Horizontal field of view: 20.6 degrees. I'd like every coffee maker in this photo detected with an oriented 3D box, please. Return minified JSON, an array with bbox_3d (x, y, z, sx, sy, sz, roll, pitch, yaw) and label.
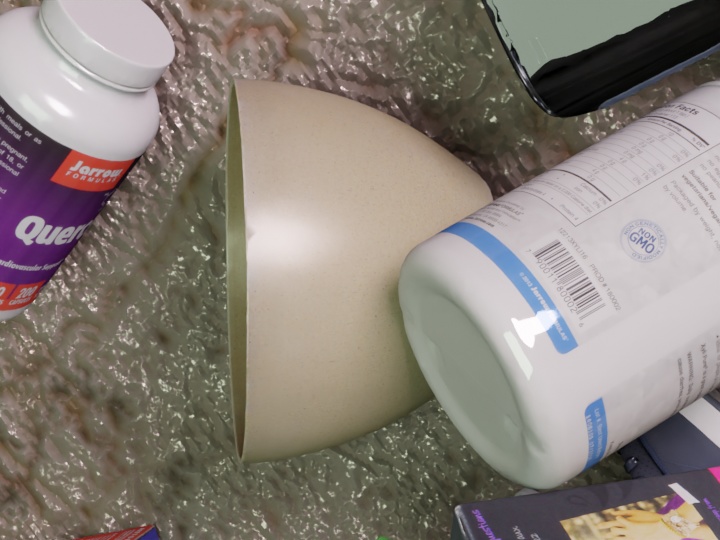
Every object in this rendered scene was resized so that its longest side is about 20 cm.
[{"bbox_3d":[0.149,-0.167,0.908,0.200,0.192,0.135,-25,65,26],"label":"coffee maker"}]

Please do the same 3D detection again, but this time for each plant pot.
[{"bbox_3d":[0.000,0.000,1.043,0.134,0.200,0.201,0,107,-7],"label":"plant pot"}]

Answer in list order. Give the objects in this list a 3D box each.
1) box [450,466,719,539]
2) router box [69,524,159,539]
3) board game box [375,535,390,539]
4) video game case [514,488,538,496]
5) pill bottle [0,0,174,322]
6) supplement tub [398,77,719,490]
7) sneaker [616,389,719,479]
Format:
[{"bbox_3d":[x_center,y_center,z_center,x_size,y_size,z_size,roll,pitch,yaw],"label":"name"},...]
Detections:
[{"bbox_3d":[0.146,0.172,0.921,0.200,0.106,0.122,-6,129,-13],"label":"box"},{"bbox_3d":[-0.185,0.274,1.268,0.179,0.049,0.200,-14,98,27],"label":"router box"},{"bbox_3d":[0.075,0.248,1.040,0.200,0.040,0.153,22,117,17],"label":"board game box"},{"bbox_3d":[0.149,0.243,1.122,0.200,0.023,0.182,26,114,17],"label":"video game case"},{"bbox_3d":[-0.191,-0.071,1.135,0.112,0.112,0.200,44,118,7],"label":"pill bottle"},{"bbox_3d":[0.131,0.003,0.944,0.132,0.200,0.132,51,159,28],"label":"supplement tub"},{"bbox_3d":[0.141,0.116,1.042,0.202,0.077,0.146,41,102,8],"label":"sneaker"}]
